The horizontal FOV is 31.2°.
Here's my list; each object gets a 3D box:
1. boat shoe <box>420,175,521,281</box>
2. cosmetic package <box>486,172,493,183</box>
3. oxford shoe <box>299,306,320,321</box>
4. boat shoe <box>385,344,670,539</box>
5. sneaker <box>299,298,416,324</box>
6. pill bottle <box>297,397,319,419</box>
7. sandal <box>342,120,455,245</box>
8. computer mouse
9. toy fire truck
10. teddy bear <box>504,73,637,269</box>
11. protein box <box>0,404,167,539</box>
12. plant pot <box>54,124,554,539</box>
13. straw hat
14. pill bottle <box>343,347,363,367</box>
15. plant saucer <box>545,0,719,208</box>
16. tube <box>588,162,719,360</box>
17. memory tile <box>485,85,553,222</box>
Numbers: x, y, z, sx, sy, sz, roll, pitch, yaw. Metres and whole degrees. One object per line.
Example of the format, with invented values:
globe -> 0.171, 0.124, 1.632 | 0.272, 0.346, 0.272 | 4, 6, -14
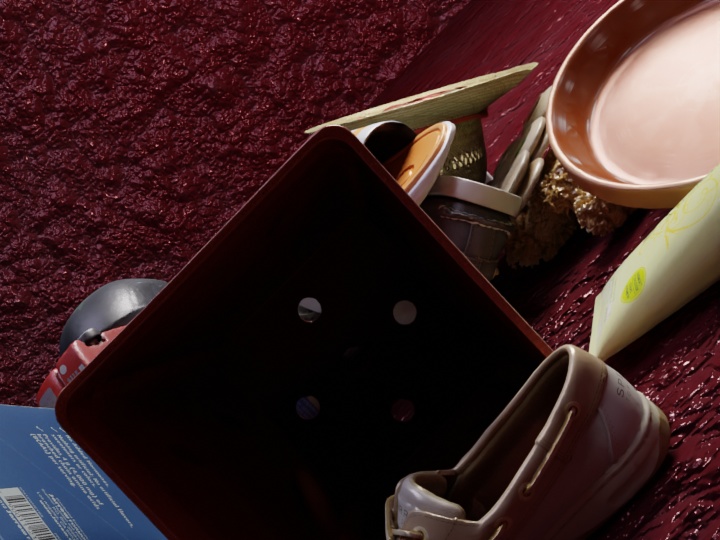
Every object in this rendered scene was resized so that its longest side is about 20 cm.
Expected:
boat shoe -> 0.046, -0.025, 0.859 | 0.200, 0.071, 0.060 | -174, 99, -72
cosmetic package -> 0.052, -0.068, 1.162 | 0.081, 0.113, 0.200 | -44, 12, -7
oxford shoe -> -0.043, 0.012, 1.023 | 0.200, 0.075, 0.058 | -48, 46, 11
boat shoe -> 0.044, 0.114, 0.569 | 0.200, 0.069, 0.074 | -46, 16, 0
sneaker -> 0.000, 0.000, 0.960 | 0.074, 0.114, 0.200 | -63, 1, 6
pill bottle -> -0.100, 0.139, 0.951 | 0.200, 0.112, 0.112 | -46, 10, -6
sandal -> -0.026, -0.045, 0.830 | 0.206, 0.059, 0.080 | -30, 27, 41
computer mouse -> -0.181, 0.048, 1.008 | 0.138, 0.053, 0.200 | -43, -13, 6
toy fire truck -> -0.176, 0.096, 0.926 | 0.141, 0.049, 0.200 | -51, -11, 19
teddy bear -> 0.161, -0.078, 0.875 | 0.146, 0.067, 0.200 | -53, 11, -27
protein box -> -0.185, 0.188, 0.691 | 0.135, 0.199, 0.200 | -44, -14, 3
plant pot -> -0.009, 0.061, 0.698 | 0.200, 0.200, 0.176 | -44, 2, 6
straw hat -> 0.056, -0.091, 0.979 | 0.198, 0.086, 0.201 | -17, 8, 2
pill bottle -> -0.060, 0.056, 1.124 | 0.200, 0.112, 0.112 | -46, 10, -1
plant saucer -> 0.203, -0.113, 0.750 | 0.198, 0.032, 0.202 | -24, 38, 20
tube -> 0.184, -0.028, 0.643 | 0.058, 0.052, 0.200 | 6, -42, -47
memory tile -> 0.090, -0.034, 0.949 | 0.201, 0.017, 0.154 | -60, 3, 40
